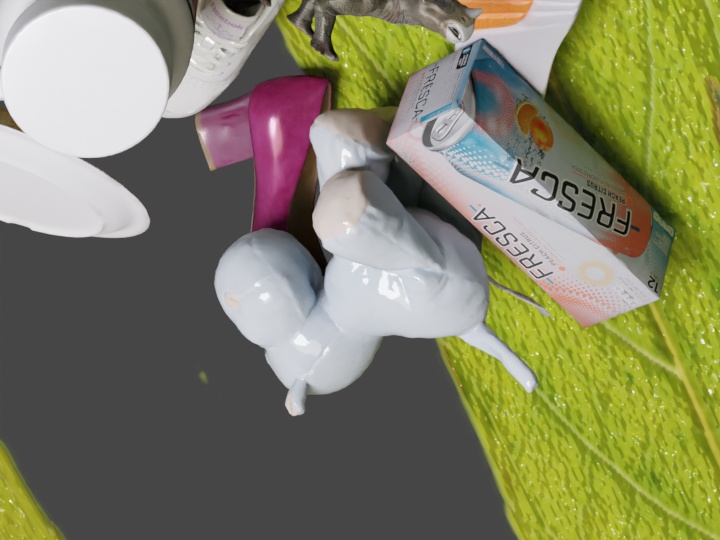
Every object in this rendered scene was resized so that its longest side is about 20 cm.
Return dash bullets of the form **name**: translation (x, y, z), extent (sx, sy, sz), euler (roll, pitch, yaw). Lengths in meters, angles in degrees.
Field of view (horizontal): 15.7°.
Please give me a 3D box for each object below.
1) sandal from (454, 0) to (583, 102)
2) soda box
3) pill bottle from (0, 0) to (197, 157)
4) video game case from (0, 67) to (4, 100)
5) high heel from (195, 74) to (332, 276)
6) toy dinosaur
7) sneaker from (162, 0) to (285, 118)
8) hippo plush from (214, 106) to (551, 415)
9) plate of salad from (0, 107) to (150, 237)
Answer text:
- **sandal**: translation (0.096, -0.164, 1.623), extent (0.079, 0.059, 0.207), euler (20, 147, 4)
- **soda box**: translation (0.110, -0.052, 1.655), extent (0.068, 0.064, 0.200), euler (-24, 126, 41)
- **pill bottle**: translation (-0.152, -0.153, 1.519), extent (0.115, 0.200, 0.116), euler (-1, 120, -1)
- **video game case**: translation (-0.258, -0.132, 1.665), extent (0.199, 0.182, 0.023), euler (1, 103, 15)
- **high heel**: translation (-0.031, -0.033, 1.733), extent (0.096, 0.068, 0.201), euler (-13, 118, 24)
- **toy dinosaur**: translation (-0.023, -0.193, 1.546), extent (0.200, 0.077, 0.102), euler (38, 98, -15)
- **sneaker**: translation (-0.093, -0.166, 1.645), extent (0.075, 0.100, 0.200), euler (29, 126, -7)
- **hippo plush**: translation (0.000, 0.000, 1.687), extent (0.161, 0.160, 0.200), euler (-34, 114, 30)
- **plate of salad**: translation (-0.231, -0.073, 1.734), extent (0.199, 0.048, 0.200), euler (17, 163, 5)
